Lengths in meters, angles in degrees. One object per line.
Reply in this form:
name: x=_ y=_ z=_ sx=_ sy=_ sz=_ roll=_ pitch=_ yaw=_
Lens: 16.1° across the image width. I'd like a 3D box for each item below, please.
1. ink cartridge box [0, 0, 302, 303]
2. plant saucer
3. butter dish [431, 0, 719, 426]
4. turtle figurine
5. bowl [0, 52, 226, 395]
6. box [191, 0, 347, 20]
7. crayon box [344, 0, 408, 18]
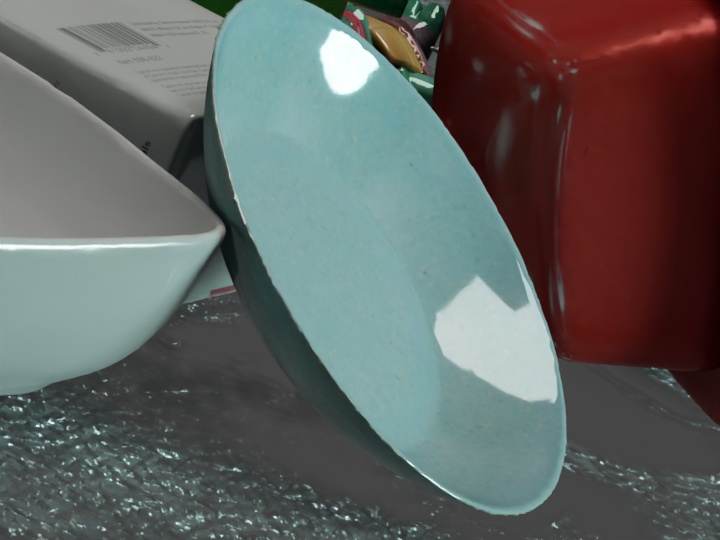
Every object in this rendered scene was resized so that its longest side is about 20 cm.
ink cartridge box: x=-0.120 y=-0.070 z=0.976 sx=0.199 sy=0.084 sz=0.145 roll=30 pitch=19 yaw=21
plant saucer: x=0.000 y=0.000 z=0.886 sx=0.201 sy=0.039 sz=0.202 roll=43 pitch=30 yaw=-33
butter dish: x=0.079 y=-0.047 z=1.054 sx=0.147 sy=0.202 sz=0.200 roll=-7 pitch=25 yaw=-12
turtle figurine: x=0.018 y=-0.111 z=1.244 sx=0.150 sy=0.100 sz=0.200 roll=57 pitch=11 yaw=14
bowl: x=-0.168 y=-0.024 z=0.794 sx=0.200 sy=0.075 sz=0.199 roll=36 pitch=21 yaw=35
box: x=-0.119 y=-0.137 z=1.166 sx=0.199 sy=0.097 sz=0.177 roll=19 pitch=19 yaw=-12
crayon box: x=-0.042 y=-0.186 z=1.144 sx=0.118 sy=0.059 sz=0.200 roll=18 pitch=19 yaw=-18
